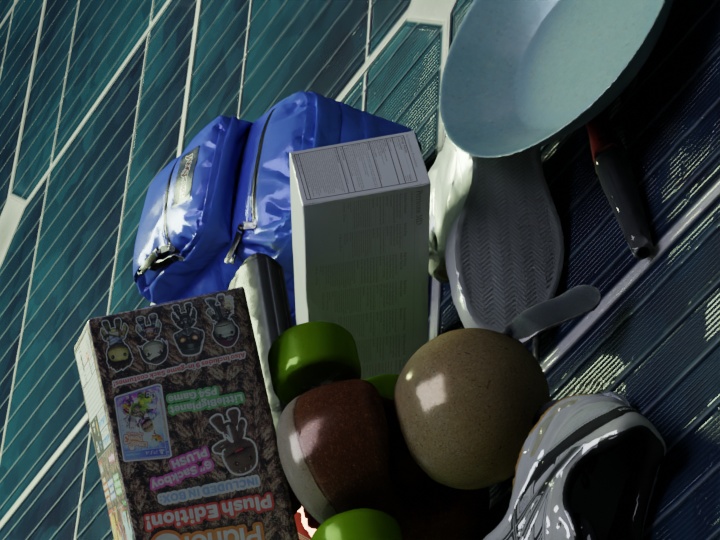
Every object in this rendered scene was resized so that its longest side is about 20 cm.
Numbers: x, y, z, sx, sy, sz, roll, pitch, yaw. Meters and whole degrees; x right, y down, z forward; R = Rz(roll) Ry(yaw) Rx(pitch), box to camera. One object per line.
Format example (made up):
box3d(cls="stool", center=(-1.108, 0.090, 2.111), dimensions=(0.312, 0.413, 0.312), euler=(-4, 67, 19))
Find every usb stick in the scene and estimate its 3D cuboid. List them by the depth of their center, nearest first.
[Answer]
box3d(cls="usb stick", center=(-0.059, 0.074, 1.840), dimensions=(0.056, 0.032, 0.201), euler=(-57, 31, 38))

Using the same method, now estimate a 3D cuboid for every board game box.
box3d(cls="board game box", center=(-0.103, 0.125, 1.699), dimensions=(0.159, 0.096, 0.201), euler=(142, 116, -79))

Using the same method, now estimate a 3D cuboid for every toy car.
box3d(cls="toy car", center=(0.066, 0.091, 1.628), dimensions=(0.199, 0.158, 0.165), euler=(-30, 51, 20))

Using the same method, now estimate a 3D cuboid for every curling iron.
box3d(cls="curling iron", center=(0.154, -0.077, 1.691), dimensions=(0.050, 0.025, 0.201), euler=(-50, 26, 33))

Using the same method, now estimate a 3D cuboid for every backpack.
box3d(cls="backpack", center=(-0.056, -0.028, 1.987), dimensions=(0.200, 0.167, 0.163), euler=(-35, 44, 50))

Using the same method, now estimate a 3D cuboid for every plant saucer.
box3d(cls="plant saucer", center=(0.132, -0.146, 1.730), dimensions=(0.201, 0.039, 0.202), euler=(-35, 36, 31))

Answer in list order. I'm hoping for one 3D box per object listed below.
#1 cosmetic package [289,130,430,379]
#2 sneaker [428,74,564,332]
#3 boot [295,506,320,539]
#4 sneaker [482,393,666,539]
box3d(cls="cosmetic package", center=(0.000, 0.000, 1.786), dimensions=(0.201, 0.082, 0.051), euler=(90, 169, -50))
box3d(cls="sneaker", center=(0.077, -0.012, 1.782), dimensions=(0.116, 0.073, 0.201), euler=(114, 162, -49))
box3d(cls="boot", center=(-0.031, 0.204, 1.810), dimensions=(0.200, 0.072, 0.145), euler=(-3, 67, 65))
box3d(cls="sneaker", center=(0.102, 0.161, 1.500), dimensions=(0.088, 0.075, 0.201), euler=(7, 76, 69))
